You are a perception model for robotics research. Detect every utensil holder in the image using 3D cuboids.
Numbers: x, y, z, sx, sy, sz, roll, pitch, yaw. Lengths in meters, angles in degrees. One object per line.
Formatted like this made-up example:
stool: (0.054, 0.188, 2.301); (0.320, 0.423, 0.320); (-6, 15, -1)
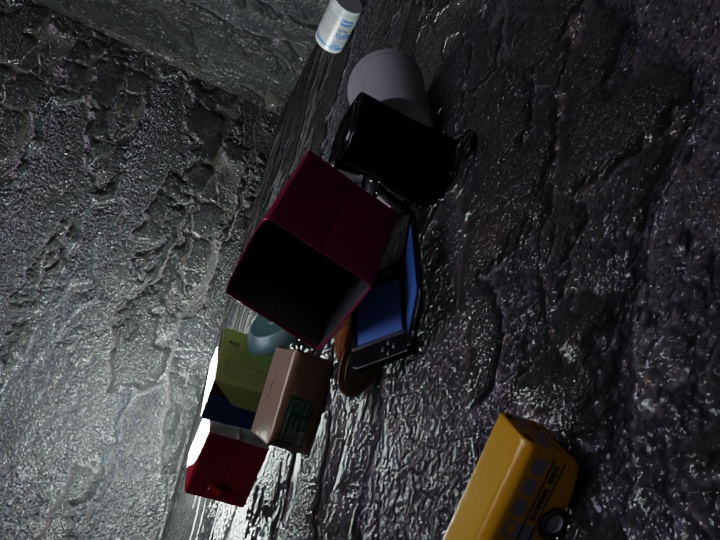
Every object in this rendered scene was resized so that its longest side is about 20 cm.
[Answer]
utensil holder: (0.060, -0.321, 1.204); (0.172, 0.166, 0.203); (-56, 26, 35)

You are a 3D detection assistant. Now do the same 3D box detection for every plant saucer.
plant saucer: (-0.219, 0.137, 1.566); (0.195, 0.037, 0.202); (-20, 31, 12)

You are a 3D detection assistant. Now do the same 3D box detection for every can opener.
can opener: (0.023, -0.156, 1.319); (0.077, 0.062, 0.207); (7, 87, 44)

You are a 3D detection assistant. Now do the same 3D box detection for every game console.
game console: (0.038, 0.032, 0.963); (0.172, 0.117, 0.203); (-22, 40, 20)

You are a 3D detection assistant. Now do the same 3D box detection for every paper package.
paper package: (-0.151, 0.279, 1.311); (0.190, 0.101, 0.206); (-15, 57, 69)

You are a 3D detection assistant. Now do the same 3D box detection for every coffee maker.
coffee maker: (0.063, -0.216, 1.026); (0.193, 0.195, 0.137); (-53, 25, 41)

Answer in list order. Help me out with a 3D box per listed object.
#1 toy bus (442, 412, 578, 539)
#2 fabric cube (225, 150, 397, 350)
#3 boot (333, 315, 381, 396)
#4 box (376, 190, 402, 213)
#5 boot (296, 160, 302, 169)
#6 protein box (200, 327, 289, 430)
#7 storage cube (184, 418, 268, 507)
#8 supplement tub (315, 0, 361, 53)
toy bus: (0.129, 0.244, 0.554); (0.205, 0.076, 0.065); (-68, 18, 8)
fabric cube: (-0.081, -0.034, 1.011); (0.197, 0.197, 0.202); (-50, 13, 42)
boot: (-0.020, 0.144, 1.094); (0.155, 0.075, 0.205); (-38, 34, 56)
box: (0.009, -0.106, 1.242); (0.198, 0.038, 0.043); (-28, 61, 45)
boot: (-0.083, -0.134, 1.371); (0.168, 0.195, 0.066); (-63, 19, 18)
protein box: (-0.298, 0.290, 1.575); (0.202, 0.193, 0.137); (-98, 31, -56)
storage cube: (-0.354, 0.484, 1.594); (0.184, 0.167, 0.200); (-65, 18, 11)
supplement tub: (-0.088, -0.981, 2.360); (0.200, 0.129, 0.135); (-49, 27, 49)
